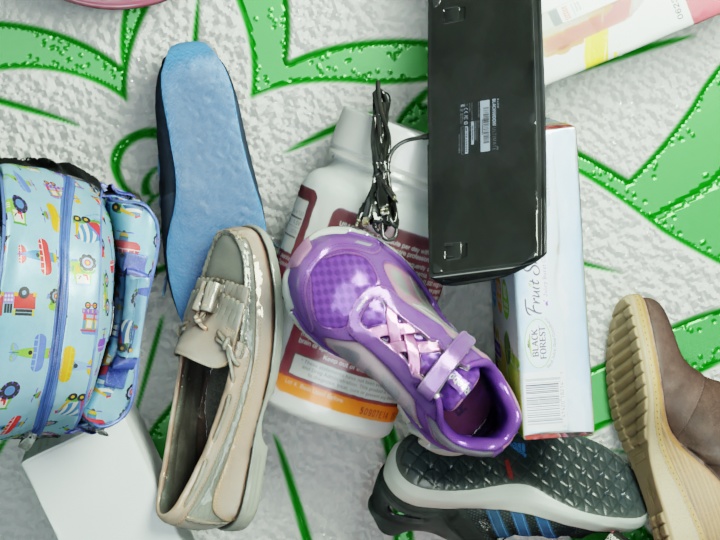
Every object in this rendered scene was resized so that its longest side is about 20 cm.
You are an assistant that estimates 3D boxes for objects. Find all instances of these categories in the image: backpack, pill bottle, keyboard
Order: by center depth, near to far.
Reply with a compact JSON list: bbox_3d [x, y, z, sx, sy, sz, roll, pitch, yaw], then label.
[{"bbox_3d":[-0.198,0.022,1.567,0.133,0.200,0.184,8,90,-13],"label":"backpack"},{"bbox_3d":[0.058,-0.085,1.603,0.126,0.021,0.202,-7,67,19],"label":"keyboard"},{"bbox_3d":[0.000,0.000,1.686,0.113,0.114,0.201,19,95,-5],"label":"pill bottle"}]

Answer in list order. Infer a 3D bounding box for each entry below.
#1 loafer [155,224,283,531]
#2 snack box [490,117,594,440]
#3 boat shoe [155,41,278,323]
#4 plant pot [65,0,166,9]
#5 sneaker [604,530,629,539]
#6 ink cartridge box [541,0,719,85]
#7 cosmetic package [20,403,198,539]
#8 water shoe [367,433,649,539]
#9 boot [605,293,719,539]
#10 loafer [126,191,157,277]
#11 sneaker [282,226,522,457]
[{"bbox_3d":[-0.094,0.070,1.634,0.063,0.072,0.202,2,94,-36],"label":"loafer"},{"bbox_3d":[0.117,0.002,1.678,0.053,0.142,0.202,-4,96,-4],"label":"snack box"},{"bbox_3d":[-0.098,-0.053,1.700,0.083,0.069,0.202,0,94,-8],"label":"boat shoe"},{"bbox_3d":[-0.157,-0.268,1.617,0.198,0.179,0.202,0,96,-4],"label":"plant pot"},{"bbox_3d":[0.190,0.224,1.697,0.199,0.079,0.096,-5,96,36],"label":"sneaker"},{"bbox_3d":[0.144,-0.210,1.688,0.199,0.083,0.146,-22,96,-1],"label":"ink cartridge box"},{"bbox_3d":[-0.151,0.191,1.699,0.081,0.113,0.201,-26,95,-1],"label":"cosmetic package"},{"bbox_3d":[0.101,0.154,1.739,0.198,0.072,0.079,11,139,-20],"label":"water shoe"},{"bbox_3d":[0.265,0.102,1.748,0.165,0.072,0.202,-12,86,-18],"label":"boot"},{"bbox_3d":[-0.221,0.024,1.695,0.199,0.073,0.071,-31,96,0],"label":"loafer"},{"bbox_3d":[0.035,0.051,1.602,0.081,0.088,0.200,-47,115,-5],"label":"sneaker"}]
